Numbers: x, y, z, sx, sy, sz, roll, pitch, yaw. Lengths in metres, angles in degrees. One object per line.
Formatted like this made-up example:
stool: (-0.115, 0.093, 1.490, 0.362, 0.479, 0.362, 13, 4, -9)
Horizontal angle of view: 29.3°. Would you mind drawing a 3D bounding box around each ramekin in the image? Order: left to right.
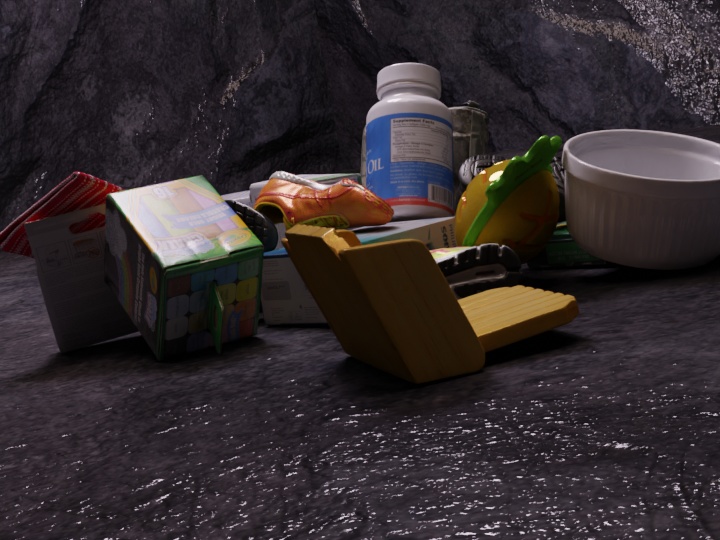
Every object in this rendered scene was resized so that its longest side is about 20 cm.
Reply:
ramekin: (0.315, -0.077, 1.497, 0.198, 0.106, 0.200, 2, 21, -1)

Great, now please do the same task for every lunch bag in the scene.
lunch bag: (0.098, -0.115, 1.843, 0.139, 0.202, 0.167, 12, -14, -36)

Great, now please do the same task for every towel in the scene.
towel: (-0.303, -0.040, 1.598, 0.144, 0.023, 0.200, -35, -33, 21)

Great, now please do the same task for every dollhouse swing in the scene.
dollhouse swing: (0.063, 0.000, 1.231, 0.175, 0.183, 0.200, -33, 12, -12)

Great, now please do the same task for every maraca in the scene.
maraca: (0.165, -0.072, 1.512, 0.137, 0.107, 0.200, -40, -20, -27)

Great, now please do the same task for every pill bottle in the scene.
pill bottle: (0.062, -0.151, 1.733, 0.111, 0.202, 0.112, 0, -16, 0)

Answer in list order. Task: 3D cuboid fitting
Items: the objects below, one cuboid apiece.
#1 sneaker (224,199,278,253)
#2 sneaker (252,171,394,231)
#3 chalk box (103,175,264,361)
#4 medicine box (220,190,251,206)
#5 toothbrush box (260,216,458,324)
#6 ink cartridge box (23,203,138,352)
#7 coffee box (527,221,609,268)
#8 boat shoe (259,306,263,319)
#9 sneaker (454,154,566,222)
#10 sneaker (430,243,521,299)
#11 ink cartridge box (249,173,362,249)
sneaker: (-0.156, -0.045, 1.671, 0.199, 0.076, 0.087, 1, 0, 43)
sneaker: (-0.043, -0.066, 1.624, 0.199, 0.078, 0.073, 6, -29, 42)
chalk box: (-0.183, 0.006, 1.496, 0.123, 0.125, 0.200, -14, 42, -30)
medicine box: (-0.166, -0.087, 2.390, 0.198, 0.104, 0.182, -8, 8, 9)
toothbrush box: (0.000, 0.000, 1.583, 0.199, 0.086, 0.146, -15, 7, -40)
ink cartridge box: (-0.296, -0.007, 1.607, 0.160, 0.201, 0.050, -15, 40, -11)
coffee box: (0.307, -0.045, 1.667, 0.199, 0.044, 0.122, -18, 10, -42)
boat shoe: (-0.116, 0.023, 1.642, 0.199, 0.068, 0.072, -12, 6, -25)
sneaker: (0.204, -0.084, 1.647, 0.198, 0.091, 0.076, 6, 45, -10)
sneaker: (0.069, 0.014, 1.468, 0.198, 0.079, 0.090, -3, 0, 0)
ink cartridge box: (-0.065, -0.050, 1.805, 0.087, 0.147, 0.200, -13, 8, -25)
